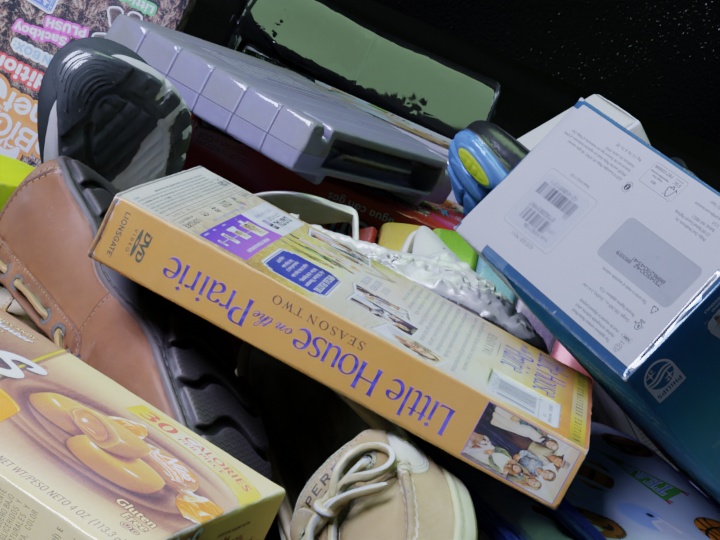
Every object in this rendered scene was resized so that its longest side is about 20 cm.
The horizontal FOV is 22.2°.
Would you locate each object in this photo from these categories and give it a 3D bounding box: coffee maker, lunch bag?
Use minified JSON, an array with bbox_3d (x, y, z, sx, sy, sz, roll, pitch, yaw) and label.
[{"bbox_3d":[-0.005,-0.133,1.325,0.199,0.193,0.135,25,-4,-10],"label":"coffee maker"},{"bbox_3d":[0.091,0.123,0.766,0.160,0.076,0.200,14,16,-33],"label":"lunch bag"}]

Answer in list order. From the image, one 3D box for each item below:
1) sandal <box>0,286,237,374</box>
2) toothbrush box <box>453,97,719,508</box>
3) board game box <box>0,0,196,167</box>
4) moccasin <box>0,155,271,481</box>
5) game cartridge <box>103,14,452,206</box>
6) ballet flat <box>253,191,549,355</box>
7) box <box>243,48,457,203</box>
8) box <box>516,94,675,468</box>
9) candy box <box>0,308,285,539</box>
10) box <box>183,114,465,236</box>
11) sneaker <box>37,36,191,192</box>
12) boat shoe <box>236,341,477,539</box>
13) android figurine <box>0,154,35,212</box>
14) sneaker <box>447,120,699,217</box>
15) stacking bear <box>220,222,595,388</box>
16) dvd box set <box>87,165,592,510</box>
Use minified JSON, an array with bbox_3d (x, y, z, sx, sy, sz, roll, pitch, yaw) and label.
[{"bbox_3d":[-0.090,0.021,0.831,0.211,0.070,0.078,25,13,-3],"label":"sandal"},{"bbox_3d":[0.153,0.039,0.803,0.200,0.085,0.146,44,1,-37],"label":"toothbrush box"},{"bbox_3d":[-0.154,-0.139,1.043,0.096,0.201,0.160,24,14,-7],"label":"board game box"},{"bbox_3d":[-0.101,0.040,0.735,0.202,0.078,0.074,52,10,31],"label":"moccasin"},{"bbox_3d":[-0.038,-0.080,0.956,0.129,0.039,0.200,26,8,23],"label":"game cartridge"},{"bbox_3d":[0.000,0.000,0.853,0.199,0.072,0.072,18,12,7],"label":"ballet flat"},{"bbox_3d":[-0.005,-0.044,1.150,0.199,0.117,0.060,22,11,-7],"label":"box"},{"bbox_3d":[0.150,0.011,1.049,0.201,0.095,0.078,62,-1,-20],"label":"box"},{"bbox_3d":[-0.138,0.057,0.632,0.199,0.056,0.115,29,14,19],"label":"candy box"},{"bbox_3d":[-0.023,-0.013,1.031,0.199,0.096,0.100,22,13,-14],"label":"box"},{"bbox_3d":[-0.127,-0.060,0.873,0.085,0.074,0.200,47,-12,19],"label":"sneaker"},{"bbox_3d":[-0.009,0.080,0.709,0.063,0.073,0.201,35,13,-20],"label":"boat shoe"},{"bbox_3d":[-0.233,-0.050,0.874,0.199,0.041,0.182,22,7,10],"label":"android figurine"},{"bbox_3d":[0.134,-0.028,0.965,0.199,0.083,0.071,25,-14,-12],"label":"sneaker"},{"bbox_3d":[0.015,0.028,0.931,0.199,0.114,0.122,19,16,-3],"label":"stacking bear"},{"bbox_3d":[0.000,0.021,0.741,0.199,0.030,0.146,28,10,3],"label":"dvd box set"}]
